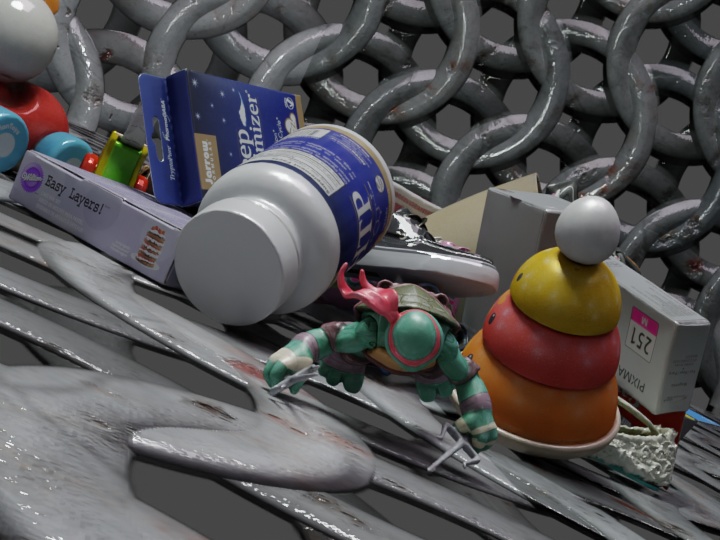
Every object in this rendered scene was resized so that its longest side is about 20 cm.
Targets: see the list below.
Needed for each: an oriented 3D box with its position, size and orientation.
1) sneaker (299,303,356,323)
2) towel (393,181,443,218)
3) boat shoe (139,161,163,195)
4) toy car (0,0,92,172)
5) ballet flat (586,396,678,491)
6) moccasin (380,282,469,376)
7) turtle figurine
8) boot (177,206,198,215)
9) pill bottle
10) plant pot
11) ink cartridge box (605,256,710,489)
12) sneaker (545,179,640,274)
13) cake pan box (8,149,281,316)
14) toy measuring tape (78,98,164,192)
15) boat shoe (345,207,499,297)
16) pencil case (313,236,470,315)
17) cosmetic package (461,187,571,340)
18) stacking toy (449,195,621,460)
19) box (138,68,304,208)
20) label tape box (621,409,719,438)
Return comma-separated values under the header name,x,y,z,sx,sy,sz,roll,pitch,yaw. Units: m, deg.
name,x,y,z,sx,sy,sz,roll,pitch,yaw
sneaker,-0.018,0.013,1.366,0.199,0.082,0.074,25,4,7
towel,-0.008,-0.034,1.564,0.146,0.200,0.030,23,47,-34
boat shoe,-0.227,-0.089,1.590,0.070,0.071,0.200,32,-5,6
toy car,-0.346,-0.206,1.384,0.184,0.201,0.177,27,4,37
ballet flat,0.192,0.131,1.196,0.199,0.072,0.072,23,3,-23
moccasin,0.050,0.047,1.194,0.068,0.081,0.200,-16,-5,12
turtle figurine,0.024,0.057,0.868,0.149,0.101,0.200,25,-3,0
boot,-0.152,-0.055,1.394,0.079,0.211,0.158,40,46,4
pill bottle,-0.059,-0.034,1.082,0.119,0.120,0.200,25,28,12
plant pot,0.109,0.005,1.494,0.199,0.188,0.187,-10,-4,10
ink cartridge box,0.237,0.086,1.317,0.043,0.175,0.200,-2,24,-27
sneaker,0.242,-0.006,1.427,0.086,0.201,0.080,-13,27,10
cake pan box,-0.176,-0.032,1.191,0.199,0.053,0.184,27,1,28
toy measuring tape,-0.227,-0.093,1.299,0.073,0.074,0.200,24,-26,-14
boat shoe,0.028,-0.024,1.209,0.199,0.067,0.070,9,-15,22
pencil case,0.000,0.000,1.299,0.199,0.088,0.087,9,5,-6
cosmetic package,0.160,0.029,1.317,0.090,0.201,0.107,7,13,-29
stacking toy,0.156,0.031,1.076,0.145,0.201,0.146,11,27,-6
box,-0.117,-0.113,1.268,0.032,0.122,0.200,-15,-11,36
label tape box,0.275,0.150,1.522,0.199,0.064,0.144,22,4,-33
